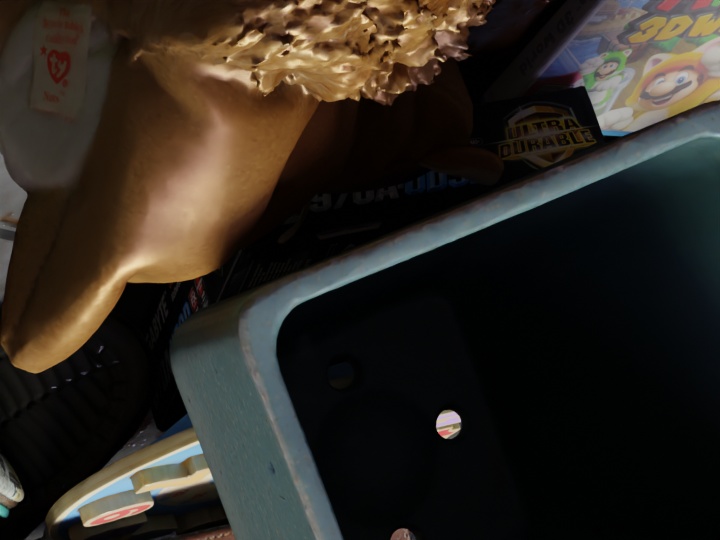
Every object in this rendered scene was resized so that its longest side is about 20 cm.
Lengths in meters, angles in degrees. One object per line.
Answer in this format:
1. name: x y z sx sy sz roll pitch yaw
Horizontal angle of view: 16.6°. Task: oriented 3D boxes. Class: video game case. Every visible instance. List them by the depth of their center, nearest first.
1. video game case: 0.156 -0.116 0.969 0.143 0.018 0.200 1 146 -35

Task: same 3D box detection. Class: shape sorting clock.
1. shape sorting clock: -0.038 0.082 1.058 0.199 0.039 0.200 -22 168 -5

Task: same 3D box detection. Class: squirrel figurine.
1. squirrel figurine: -0.017 -0.071 0.813 0.186 0.142 0.200 -1 151 -45

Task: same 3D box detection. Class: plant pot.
1. plant pot: 0.041 0.069 0.880 0.195 0.197 0.200 -23 -173 -21

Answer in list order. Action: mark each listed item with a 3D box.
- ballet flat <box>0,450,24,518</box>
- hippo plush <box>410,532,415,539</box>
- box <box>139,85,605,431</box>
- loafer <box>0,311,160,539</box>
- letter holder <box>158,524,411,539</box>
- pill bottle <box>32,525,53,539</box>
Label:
1. ballet flat: -0.204 0.045 0.967 0.072 0.072 0.200 -36 141 29
2. hippo plush: -0.012 0.210 1.281 0.200 0.159 0.161 -45 135 -34
3. box: 0.000 0.000 1.027 0.158 0.046 0.200 -10 159 -18
4. loafer: -0.150 0.074 1.079 0.200 0.073 0.071 -39 173 36
5. letter holder: -0.074 0.188 1.071 0.199 0.143 0.101 -10 172 -27
6. pill bottle: -0.208 0.182 1.177 0.199 0.113 0.113 -16 153 -7
